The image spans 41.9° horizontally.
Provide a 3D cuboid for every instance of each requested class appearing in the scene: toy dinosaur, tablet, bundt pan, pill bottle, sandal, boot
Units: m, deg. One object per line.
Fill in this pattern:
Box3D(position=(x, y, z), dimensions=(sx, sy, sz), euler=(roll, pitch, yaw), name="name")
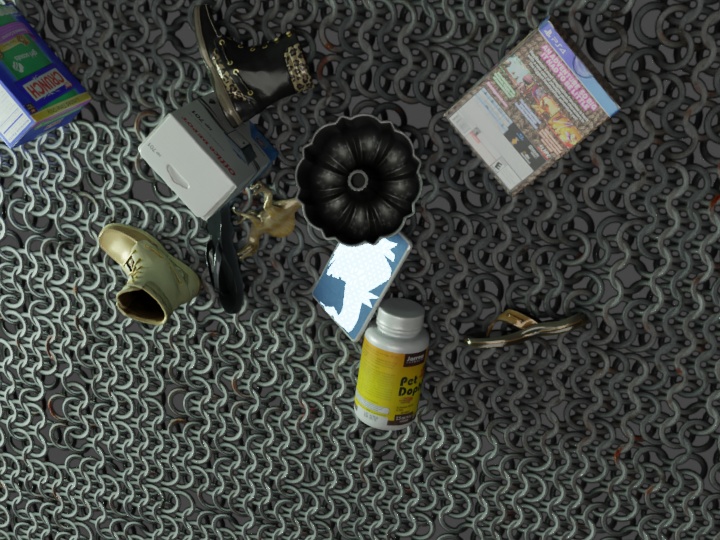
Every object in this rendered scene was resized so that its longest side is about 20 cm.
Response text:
Box3D(position=(-0.140, -0.100, 1.542), dimensions=(0.199, 0.058, 0.101), euler=(-34, 115, 23), name="toy dinosaur")
Box3D(position=(0.000, 0.000, 1.523), dimensions=(0.130, 0.014, 0.201), euler=(45, 118, 32), name="tablet")
Box3D(position=(0.002, -0.136, 1.450), dimensions=(0.199, 0.076, 0.205), euler=(0, 90, 10), name="bundt pan")
Box3D(position=(0.053, 0.152, 1.546), dimensions=(0.108, 0.109, 0.203), euler=(12, 113, 9), name="pill bottle")
Box3D(position=(0.259, 0.084, 1.490), dimensions=(0.197, 0.082, 0.055), euler=(-14, 90, 20), name="sandal")
Box3D(position=(-0.378, 0.006, 1.573), dimensions=(0.199, 0.156, 0.073), euler=(37, 114, -1), name="boot")
Box3D(position=(-0.239, -0.024, 1.573), dimensions=(0.076, 0.042, 0.203), euler=(8, 109, 56), name="sandal")
Box3D(position=(-0.165, -0.333, 1.438), dimensions=(0.149, 0.073, 0.202), euler=(-21, 76, 3), name="boot")

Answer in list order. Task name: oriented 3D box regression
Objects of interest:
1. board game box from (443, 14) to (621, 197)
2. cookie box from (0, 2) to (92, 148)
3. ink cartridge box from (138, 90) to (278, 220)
Box3D(position=(0.248, -0.238, 1.361), dimensions=(0.199, 0.097, 0.160), euler=(-39, 97, 23), name="board game box")
Box3D(position=(-0.553, -0.312, 1.493), dimensions=(0.075, 0.171, 0.201), euler=(-35, 99, 26), name="cookie box")
Box3D(position=(-0.228, -0.182, 1.443), dimensions=(0.086, 0.200, 0.147), euler=(-40, 97, 23), name="ink cartridge box")
